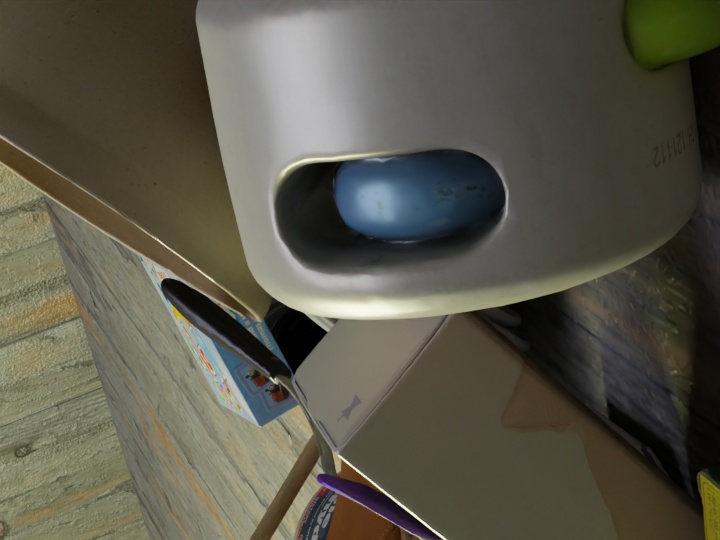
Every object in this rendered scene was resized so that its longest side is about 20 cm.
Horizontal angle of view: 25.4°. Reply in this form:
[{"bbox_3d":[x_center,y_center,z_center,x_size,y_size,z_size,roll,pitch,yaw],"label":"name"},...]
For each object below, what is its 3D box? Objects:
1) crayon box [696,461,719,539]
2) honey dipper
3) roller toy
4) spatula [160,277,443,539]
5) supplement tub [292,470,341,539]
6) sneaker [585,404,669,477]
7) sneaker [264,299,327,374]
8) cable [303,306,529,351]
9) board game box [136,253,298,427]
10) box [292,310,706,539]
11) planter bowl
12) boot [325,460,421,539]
[{"bbox_3d":[0.203,0.162,0.581,0.200,0.050,0.128,-135,28,-56],"label":"crayon box"},{"bbox_3d":[-0.032,0.118,1.058,0.038,0.201,0.038,25,151,15],"label":"honey dipper"},{"bbox_3d":[0.035,-0.062,0.611,0.200,0.181,0.141,-155,51,-66],"label":"roller toy"},{"bbox_3d":[-0.029,0.063,0.727,0.200,0.021,0.056,44,-171,29],"label":"spatula"},{"bbox_3d":[0.041,0.181,0.975,0.142,0.139,0.200,68,164,3],"label":"supplement tub"},{"bbox_3d":[0.108,0.180,0.800,0.080,0.114,0.201,31,138,63],"label":"sneaker"},{"bbox_3d":[-0.031,0.046,1.032,0.088,0.074,0.200,49,170,-34],"label":"sneaker"},{"bbox_3d":[0.000,0.000,0.867,0.200,0.069,0.200,36,-177,-43],"label":"cable"},{"bbox_3d":[-0.105,-0.010,0.932,0.201,0.036,0.151,61,169,-7],"label":"board game box"},{"bbox_3d":[0.073,0.089,0.685,0.200,0.078,0.095,40,-177,-22],"label":"box"},{"bbox_3d":[-0.093,-0.087,0.725,0.199,0.135,0.200,32,174,4],"label":"planter bowl"},{"bbox_3d":[0.000,0.147,0.838,0.076,0.156,0.200,23,-164,-43],"label":"boot"}]
